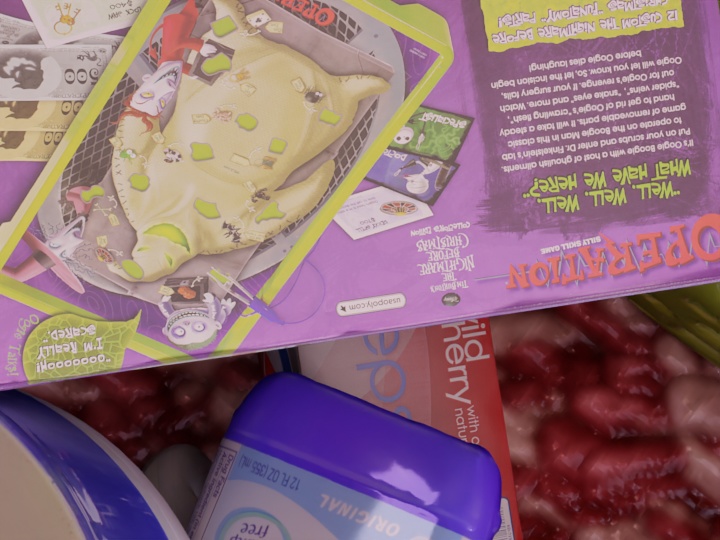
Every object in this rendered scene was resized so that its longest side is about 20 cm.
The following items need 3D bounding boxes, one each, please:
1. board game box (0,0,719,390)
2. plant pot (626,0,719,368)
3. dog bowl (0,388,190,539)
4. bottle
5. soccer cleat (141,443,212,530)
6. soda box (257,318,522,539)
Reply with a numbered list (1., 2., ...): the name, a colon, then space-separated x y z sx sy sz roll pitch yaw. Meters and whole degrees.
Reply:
1. board game box: -0.005 -0.043 0.679 0.198 0.032 0.121 -8 87 -9
2. plant pot: 0.137 -0.068 0.806 0.180 0.200 0.200 24 85 -6
3. dog bowl: -0.137 0.121 0.707 0.198 0.079 0.202 -4 78 17
4. bottle: -0.029 0.133 0.748 0.083 0.065 0.201 21 84 9
5. soccer cleat: -0.053 0.155 0.818 0.077 0.069 0.202 -14 83 18
6. soda box: 0.000 0.000 0.831 0.063 0.070 0.202 -8 90 -13
